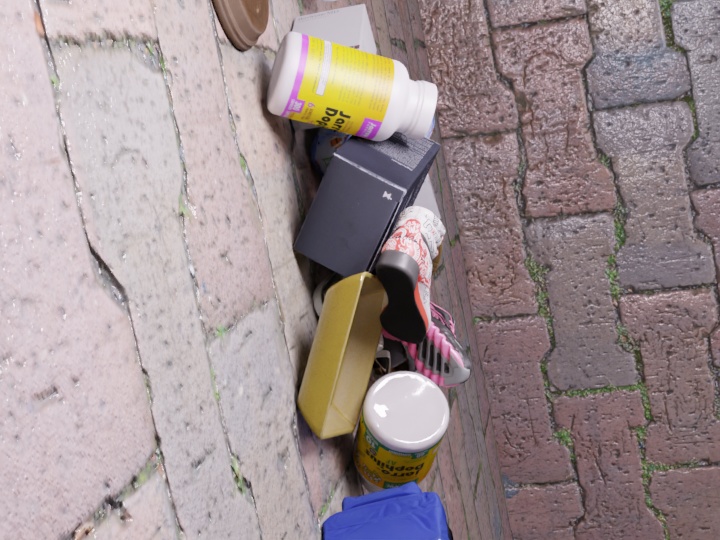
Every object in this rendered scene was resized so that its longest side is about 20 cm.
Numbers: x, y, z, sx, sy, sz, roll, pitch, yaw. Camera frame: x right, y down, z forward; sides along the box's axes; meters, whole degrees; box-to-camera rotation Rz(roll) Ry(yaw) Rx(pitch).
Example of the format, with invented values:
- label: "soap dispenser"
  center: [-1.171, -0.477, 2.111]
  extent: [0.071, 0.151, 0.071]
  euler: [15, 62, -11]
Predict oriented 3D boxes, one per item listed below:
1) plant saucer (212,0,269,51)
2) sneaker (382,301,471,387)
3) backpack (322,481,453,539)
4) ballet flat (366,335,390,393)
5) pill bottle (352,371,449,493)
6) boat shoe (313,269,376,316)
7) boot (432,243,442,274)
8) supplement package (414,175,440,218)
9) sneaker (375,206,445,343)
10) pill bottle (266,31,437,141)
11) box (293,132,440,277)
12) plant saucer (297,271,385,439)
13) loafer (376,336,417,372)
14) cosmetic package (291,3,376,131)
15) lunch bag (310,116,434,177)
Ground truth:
- label: "plant saucer"
  center: [-0.145, -0.358, 1.370]
  extent: [0.200, 0.029, 0.201]
  euler: [-9, 90, -79]
- label: "sneaker"
  center: [0.100, 0.083, 1.577]
  extent: [0.200, 0.095, 0.079]
  euler: [45, -50, 45]
- label: "backpack"
  center: [0.052, 0.373, 1.430]
  extent: [0.168, 0.162, 0.201]
  euler: [-87, 163, -61]
- label: "ballet flat"
  center: [0.005, 0.113, 1.653]
  extent: [0.200, 0.067, 0.068]
  euler: [67, 17, -51]
- label: "pill bottle"
  center: [0.048, 0.228, 1.571]
  extent: [0.200, 0.112, 0.113]
  euler: [103, -13, -56]
- label: "boat shoe"
  center: [0.001, 0.003, 1.607]
  extent: [0.072, 0.060, 0.202]
  euler: [60, 34, -19]
- label: "boot"
  center: [0.080, -0.031, 2.007]
  extent: [0.155, 0.072, 0.200]
  euler: [-90, -161, -48]
- label: "supplement package"
  center: [0.055, -0.176, 1.976]
  extent: [0.114, 0.109, 0.200]
  euler: [68, 8, -48]
- label: "sneaker"
  center: [0.069, 0.005, 1.458]
  extent: [0.202, 0.067, 0.108]
  euler: [79, 33, -58]
- label: "pill bottle"
  center: [-0.010, -0.222, 1.458]
  extent: [0.104, 0.199, 0.105]
  euler: [-167, -90, -77]
- label: "box"
  center: [0.011, -0.098, 1.525]
  extent: [0.148, 0.104, 0.200]
  euler: [-65, 175, 27]
- label: "plant saucer"
  center: [-0.022, 0.100, 1.437]
  extent: [0.200, 0.048, 0.201]
  euler: [24, 80, -78]
- label: "loafer"
  center: [0.049, 0.112, 1.727]
  extent: [0.200, 0.073, 0.073]
  euler: [42, 61, -57]
- label: "cosmetic package"
  center: [-0.041, -0.285, 1.634]
  extent: [0.200, 0.112, 0.081]
  euler: [-88, 165, -51]
- label: "lunch bag"
  center: [0.019, -0.184, 1.705]
  extent: [0.160, 0.075, 0.200]
  euler: [46, 66, -40]
